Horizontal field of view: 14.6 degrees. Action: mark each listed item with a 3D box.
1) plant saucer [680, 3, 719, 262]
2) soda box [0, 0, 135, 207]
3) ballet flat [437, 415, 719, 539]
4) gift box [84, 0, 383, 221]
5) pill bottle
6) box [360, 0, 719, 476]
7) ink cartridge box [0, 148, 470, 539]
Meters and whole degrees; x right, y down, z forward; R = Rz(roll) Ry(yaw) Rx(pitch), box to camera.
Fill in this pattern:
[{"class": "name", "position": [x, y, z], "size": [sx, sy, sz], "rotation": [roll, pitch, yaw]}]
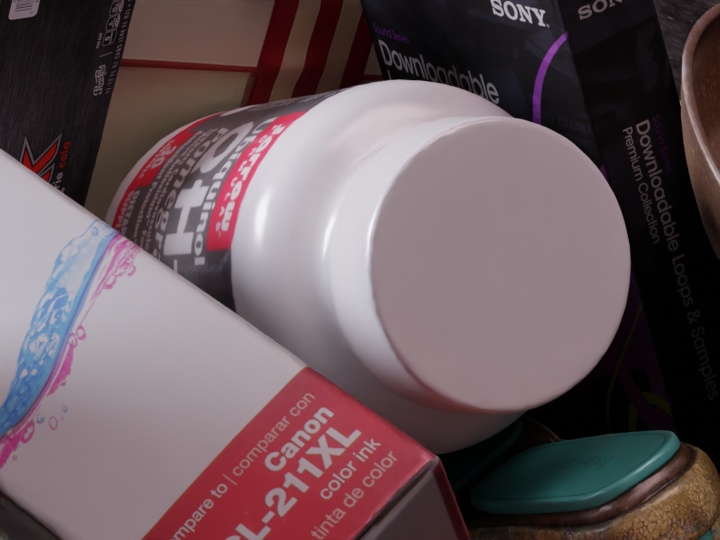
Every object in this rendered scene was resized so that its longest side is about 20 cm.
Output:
[{"class": "plant saucer", "position": [0.169, -0.001, 0.824], "size": [0.200, 0.037, 0.201], "rotation": [25, 34, -18]}, {"class": "soda box", "position": [-0.130, -0.035, 0.890], "size": [0.071, 0.200, 0.063], "rotation": [34, 32, 28]}, {"class": "ballet flat", "position": [0.049, 0.080, 0.852], "size": [0.070, 0.071, 0.200], "rotation": [1, 0, -27]}, {"class": "gift box", "position": [-0.049, -0.083, 1.034], "size": [0.199, 0.187, 0.185], "rotation": [-3, 34, -31]}, {"class": "pill bottle", "position": [0.000, 0.000, 0.852], "size": [0.110, 0.111, 0.200], "rotation": [4, -2, -23]}, {"class": "box", "position": [0.063, -0.014, 0.892], "size": [0.036, 0.201, 0.143], "rotation": [-24, 21, -20]}, {"class": "ink cartridge box", "position": [-0.064, 0.060, 0.805], "size": [0.200, 0.146, 0.083], "rotation": [35, 73, 27]}]
